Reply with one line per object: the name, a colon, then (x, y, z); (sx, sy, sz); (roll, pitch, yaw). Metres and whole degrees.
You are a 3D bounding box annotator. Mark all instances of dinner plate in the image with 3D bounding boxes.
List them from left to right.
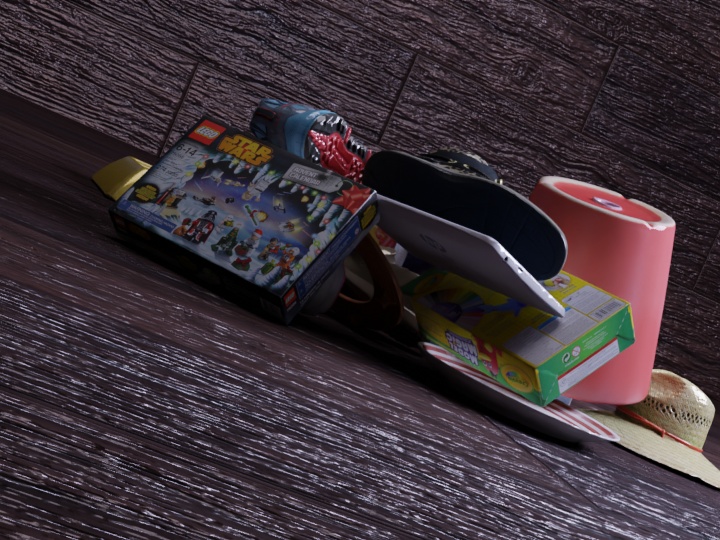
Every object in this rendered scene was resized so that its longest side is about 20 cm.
dinner plate: (0.138, 0.115, 1.212); (0.199, 0.024, 0.200); (23, 4, -2)

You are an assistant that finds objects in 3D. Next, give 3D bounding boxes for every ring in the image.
ring: (-0.038, -0.016, 1.292); (0.200, 0.019, 0.201); (38, -25, 22)

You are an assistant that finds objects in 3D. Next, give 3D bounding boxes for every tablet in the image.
tablet: (0.077, -0.018, 1.172); (0.199, 0.014, 0.130); (24, -13, 47)

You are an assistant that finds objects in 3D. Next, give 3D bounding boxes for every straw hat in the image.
straw hat: (0.320, 0.151, 1.413); (0.200, 0.086, 0.201); (24, 4, -2)

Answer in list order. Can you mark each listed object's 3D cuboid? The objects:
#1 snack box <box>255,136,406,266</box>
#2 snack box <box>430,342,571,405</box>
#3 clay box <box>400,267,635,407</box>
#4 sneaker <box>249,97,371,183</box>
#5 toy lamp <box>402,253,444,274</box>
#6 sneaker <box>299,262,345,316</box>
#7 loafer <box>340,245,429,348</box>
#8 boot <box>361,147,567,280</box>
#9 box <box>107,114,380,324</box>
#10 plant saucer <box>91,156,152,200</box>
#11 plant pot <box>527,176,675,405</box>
snack box: (-0.044, -0.055, 1.469); (0.199, 0.143, 0.053); (26, 3, 19)
snack box: (0.135, 0.080, 1.505); (0.199, 0.053, 0.142); (24, 4, -11)
clay box: (0.135, 0.039, 1.212); (0.200, 0.114, 0.048); (29, -37, 50)
sneaker: (-0.051, -0.114, 1.306); (0.095, 0.080, 0.200); (25, -14, 19)
toy lamp: (0.031, -0.012, 1.544); (0.058, 0.059, 0.199); (21, -15, -38)
sneaker: (-0.111, -0.030, 1.239); (0.199, 0.082, 0.088); (25, 2, 28)
loafer: (0.000, 0.000, 1.378); (0.199, 0.068, 0.076); (37, -25, 3)
boot: (0.117, -0.062, 1.260); (0.203, 0.074, 0.154); (26, 18, 18)
box: (-0.101, -0.050, 1.174); (0.199, 0.137, 0.040); (25, -33, 27)
plant saucer: (-0.223, -0.086, 1.665); (0.199, 0.049, 0.200); (24, 3, -20)
plant pot: (0.218, 0.012, 1.344); (0.199, 0.179, 0.201); (16, 14, -4)
